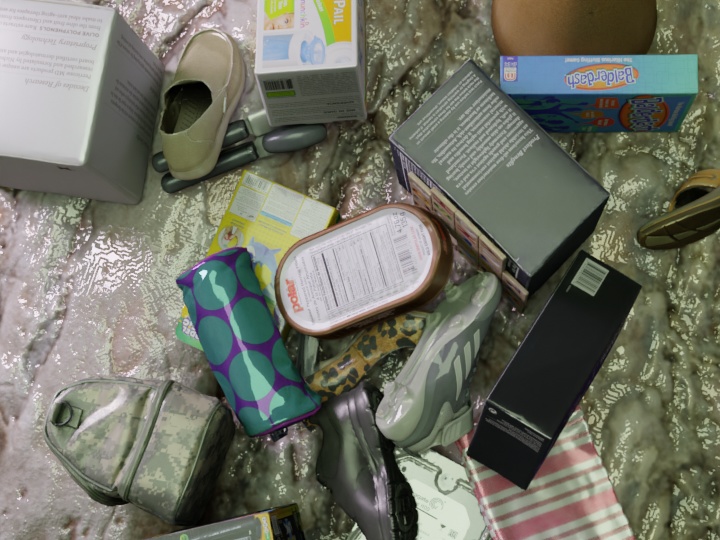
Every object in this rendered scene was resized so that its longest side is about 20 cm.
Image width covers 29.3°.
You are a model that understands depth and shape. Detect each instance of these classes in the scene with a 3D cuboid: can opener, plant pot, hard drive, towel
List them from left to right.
[{"bbox_3d":[-0.136,-0.140,1.528,0.199,0.067,0.053,-19,107,6],"label":"can opener"},{"bbox_3d":[0.058,0.293,1.457,0.139,0.038,0.201,28,84,9],"label":"hard drive"},{"bbox_3d":[0.198,0.239,1.433,0.146,0.030,0.201,-18,78,-15],"label":"towel"},{"bbox_3d":[0.232,-0.304,1.451,0.185,0.200,0.188,-1,80,5],"label":"plant pot"}]

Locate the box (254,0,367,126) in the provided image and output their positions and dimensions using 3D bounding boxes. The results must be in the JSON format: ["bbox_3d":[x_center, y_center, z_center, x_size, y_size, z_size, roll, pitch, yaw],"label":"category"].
[{"bbox_3d":[-0.051,-0.271,1.495,0.112,0.102,0.201,-4,63,5],"label":"box"}]

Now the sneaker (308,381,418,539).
[{"bbox_3d":[0.001,0.221,1.428,0.090,0.076,0.201,-19,70,18],"label":"sneaker"}]

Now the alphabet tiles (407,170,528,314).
[{"bbox_3d":[0.112,-0.028,1.418,0.008,0.200,0.167,-44,80,-3],"label":"alphabet tiles"}]

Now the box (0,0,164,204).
[{"bbox_3d":[-0.340,-0.182,1.487,0.199,0.199,0.172,7,82,8],"label":"box"}]

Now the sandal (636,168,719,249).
[{"bbox_3d":[0.378,-0.084,1.468,0.199,0.080,0.054,-31,64,-1],"label":"sandal"}]

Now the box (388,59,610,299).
[{"bbox_3d":[0.143,-0.086,1.426,0.123,0.200,0.198,-44,81,-3],"label":"box"}]

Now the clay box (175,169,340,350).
[{"bbox_3d":[-0.114,0.004,1.513,0.114,0.048,0.201,23,85,9],"label":"clay box"}]

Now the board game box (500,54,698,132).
[{"bbox_3d":[0.246,-0.185,1.455,0.199,0.152,0.045,0,81,6],"label":"board game box"}]

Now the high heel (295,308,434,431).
[{"bbox_3d":[0.026,0.109,1.480,0.199,0.071,0.144,5,91,6],"label":"high heel"}]

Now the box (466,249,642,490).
[{"bbox_3d":[0.194,0.101,1.388,0.079,0.141,0.200,31,64,10],"label":"box"}]

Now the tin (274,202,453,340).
[{"bbox_3d":[0.000,0.000,1.430,0.199,0.042,0.113,-23,70,21],"label":"tin"}]

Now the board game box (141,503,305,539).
[{"bbox_3d":[-0.150,0.284,1.396,0.164,0.200,0.057,-15,81,4],"label":"board game box"}]

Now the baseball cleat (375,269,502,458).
[{"bbox_3d":[0.095,0.100,1.424,0.106,0.070,0.200,42,82,-31],"label":"baseball cleat"}]

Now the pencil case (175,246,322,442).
[{"bbox_3d":[-0.116,0.076,1.435,0.092,0.085,0.201,-18,76,-36],"label":"pencil case"}]

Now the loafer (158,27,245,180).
[{"bbox_3d":[-0.175,-0.195,1.513,0.075,0.068,0.201,-3,57,13],"label":"loafer"}]

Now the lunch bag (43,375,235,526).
[{"bbox_3d":[-0.231,0.177,1.425,0.167,0.200,0.140,21,81,5],"label":"lunch bag"}]
